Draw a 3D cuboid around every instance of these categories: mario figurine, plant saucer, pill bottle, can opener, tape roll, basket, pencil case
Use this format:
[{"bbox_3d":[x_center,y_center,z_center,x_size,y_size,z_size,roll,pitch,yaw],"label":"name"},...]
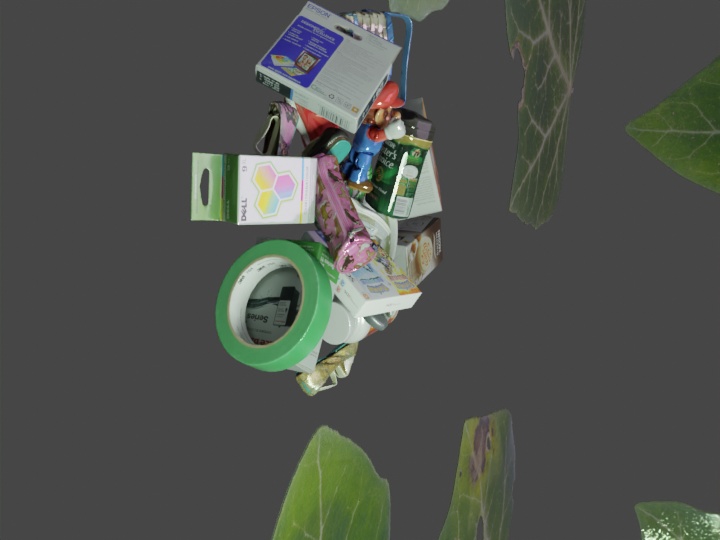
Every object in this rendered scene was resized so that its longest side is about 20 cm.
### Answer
[{"bbox_3d":[0.034,-0.248,1.368,0.105,0.122,0.204,-23,138,-58],"label":"mario figurine"},{"bbox_3d":[0.021,-0.094,1.587,0.199,0.049,0.207,3,86,-63],"label":"plant saucer"},{"bbox_3d":[-0.008,0.083,1.519,0.199,0.109,0.116,-23,116,-58],"label":"pill bottle"},{"bbox_3d":[-0.011,0.026,1.431,0.066,0.200,0.053,-37,167,-46],"label":"can opener"},{"bbox_3d":[-0.140,0.055,1.175,0.048,0.196,0.206,36,65,-57],"label":"tape roll"},{"bbox_3d":[0.019,-0.412,1.416,0.196,0.138,0.182,1,96,-36],"label":"basket"},{"bbox_3d":[-0.040,-0.097,1.227,0.081,0.087,0.203,7,50,-44],"label":"pencil case"}]

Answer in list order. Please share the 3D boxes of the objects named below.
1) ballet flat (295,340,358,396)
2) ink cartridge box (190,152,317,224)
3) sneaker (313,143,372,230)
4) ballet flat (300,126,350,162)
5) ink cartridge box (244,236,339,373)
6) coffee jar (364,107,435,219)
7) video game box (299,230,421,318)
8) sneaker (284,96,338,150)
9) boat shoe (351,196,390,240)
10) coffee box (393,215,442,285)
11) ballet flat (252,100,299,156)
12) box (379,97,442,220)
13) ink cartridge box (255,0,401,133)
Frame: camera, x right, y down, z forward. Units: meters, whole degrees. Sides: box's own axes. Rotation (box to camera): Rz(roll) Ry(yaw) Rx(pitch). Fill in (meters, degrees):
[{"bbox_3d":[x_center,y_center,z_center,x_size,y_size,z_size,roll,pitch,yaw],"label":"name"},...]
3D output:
[{"bbox_3d":[-0.057,0.195,1.492,0.199,0.069,0.073,-28,120,-53],"label":"ballet flat"},{"bbox_3d":[-0.164,-0.129,1.162,0.196,0.059,0.107,-3,101,-37],"label":"ink cartridge box"},{"bbox_3d":[-0.036,-0.163,1.449,0.085,0.076,0.205,48,55,-53],"label":"sneaker"},{"bbox_3d":[-0.096,-0.174,1.320,0.200,0.069,0.068,-45,142,7],"label":"ballet flat"},{"bbox_3d":[-0.128,0.057,1.255,0.083,0.143,0.206,36,64,-56],"label":"ink cartridge box"},{"bbox_3d":[0.078,-0.214,1.464,0.083,0.104,0.205,7,110,-28],"label":"coffee jar"},{"bbox_3d":[0.000,0.000,1.373,0.047,0.183,0.198,-50,157,26],"label":"video game box"},{"bbox_3d":[-0.050,-0.262,1.349,0.200,0.112,0.080,49,38,-54],"label":"sneaker"},{"bbox_3d":[-0.015,-0.099,1.394,0.201,0.074,0.066,29,94,-52],"label":"boat shoe"},{"bbox_3d":[0.122,-0.044,1.767,0.200,0.078,0.118,-40,130,-52],"label":"coffee box"},{"bbox_3d":[-0.154,-0.186,1.244,0.070,0.068,0.206,14,86,-43],"label":"ballet flat"},{"bbox_3d":[0.108,-0.244,1.618,0.154,0.103,0.203,-89,165,-51],"label":"box"},{"bbox_3d":[-0.052,-0.353,1.270,0.202,0.194,0.044,-60,175,-32],"label":"ink cartridge box"}]
